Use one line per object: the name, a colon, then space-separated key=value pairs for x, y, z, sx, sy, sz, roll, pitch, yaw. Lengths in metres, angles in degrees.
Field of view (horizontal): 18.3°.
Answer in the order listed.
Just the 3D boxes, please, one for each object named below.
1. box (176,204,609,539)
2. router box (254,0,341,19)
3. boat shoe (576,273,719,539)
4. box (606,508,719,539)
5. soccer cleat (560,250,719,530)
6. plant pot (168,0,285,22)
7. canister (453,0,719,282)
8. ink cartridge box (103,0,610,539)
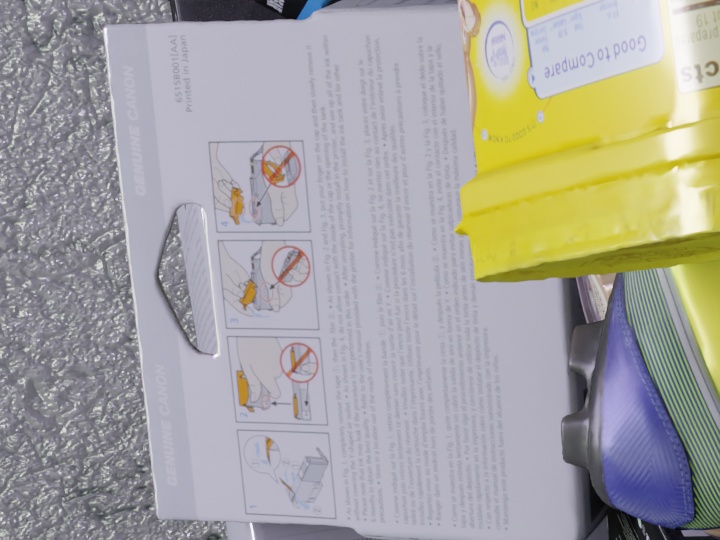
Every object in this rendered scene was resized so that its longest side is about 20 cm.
box: x=0.012 y=0.042 z=0.945 sx=0.106 sy=0.151 sz=0.201 roll=124 pitch=138 yaw=-75
router box: x=0.029 y=-0.121 z=0.959 sx=0.051 sy=0.149 sz=0.200 roll=-62 pitch=1 yaw=-6
boat shoe: x=0.103 y=-0.005 z=0.758 sx=0.065 sy=0.072 sz=0.201 roll=106 pitch=151 yaw=-73
box: x=0.134 y=0.159 z=0.799 sx=0.200 sy=0.049 sz=0.160 roll=-109 pitch=9 yaw=-62
soccer cleat: x=0.115 y=-0.020 z=0.684 sx=0.065 sy=0.083 sz=0.201 roll=16 pitch=-98 yaw=-65
plant pot: x=-0.021 y=-0.144 z=1.309 sx=0.200 sy=0.176 sz=0.201 roll=101 pitch=159 yaw=-76
canister: x=0.080 y=-0.105 z=0.594 sx=0.148 sy=0.086 sz=0.201 roll=-13 pitch=83 yaw=61
ink cartridge box: x=0.000 y=0.000 z=0.832 sx=0.044 sy=0.173 sz=0.201 roll=-33 pitch=-59 yaw=-63
